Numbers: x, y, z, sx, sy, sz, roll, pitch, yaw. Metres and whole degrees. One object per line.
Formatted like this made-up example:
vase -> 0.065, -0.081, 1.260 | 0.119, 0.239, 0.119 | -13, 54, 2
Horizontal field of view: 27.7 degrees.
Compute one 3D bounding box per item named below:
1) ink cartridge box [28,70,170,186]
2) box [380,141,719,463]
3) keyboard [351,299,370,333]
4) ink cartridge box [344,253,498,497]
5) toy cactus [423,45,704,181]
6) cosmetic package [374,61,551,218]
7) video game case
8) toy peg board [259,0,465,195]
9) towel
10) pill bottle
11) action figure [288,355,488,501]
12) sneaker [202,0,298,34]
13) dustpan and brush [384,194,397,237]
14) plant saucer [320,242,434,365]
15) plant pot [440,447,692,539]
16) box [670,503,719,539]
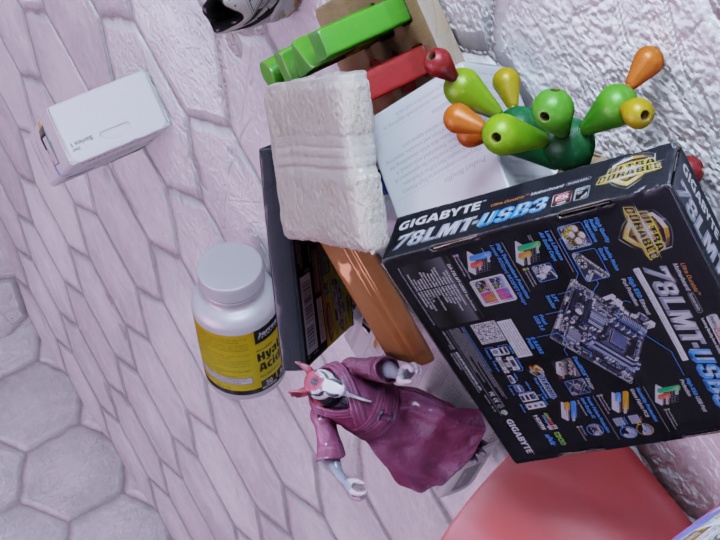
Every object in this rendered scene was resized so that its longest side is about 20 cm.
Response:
ink cartridge box -> -0.355, -0.189, 1.962 | 0.084, 0.144, 0.200 | 66, 160, -4
box -> 0.145, 0.030, 0.925 | 0.198, 0.050, 0.200 | -16, 124, 31
keyboard -> 0.010, 0.033, 1.515 | 0.200, 0.040, 0.104 | 43, 171, 30
ink cartridge box -> 0.064, 0.097, 1.409 | 0.201, 0.050, 0.161 | 60, 152, 25
toy cactus -> 0.142, -0.082, 0.961 | 0.199, 0.103, 0.165 | 18, 163, 29
cosmetic package -> 0.088, -0.039, 1.049 | 0.101, 0.074, 0.201 | -27, 76, 35
video game case -> -0.048, -0.025, 1.362 | 0.181, 0.025, 0.201 | -38, -57, -72
toy peg board -> 0.009, -0.131, 1.205 | 0.200, 0.097, 0.200 | 66, 160, -7
towel -> -0.026, -0.084, 1.117 | 0.200, 0.034, 0.133 | -165, 64, -69
pill bottle -> -0.154, 0.061, 1.833 | 0.111, 0.111, 0.201 | 47, 156, 36
action figure -> 0.015, 0.116, 1.280 | 0.200, 0.134, 0.149 | 31, -166, -32
sneaker -> -0.094, -0.272, 1.299 | 0.076, 0.087, 0.200 | 58, 158, 16
dustpan and brush -> 0.100, -0.030, 1.136 | 0.139, 0.057, 0.200 | 31, 169, -22
plant saucer -> 0.000, 0.000, 1.275 | 0.201, 0.037, 0.200 | 59, 180, 0
plant pot -> 0.182, 0.233, 1.137 | 0.177, 0.200, 0.201 | 41, 153, 24
box -> 0.227, 0.179, 0.906 | 0.039, 0.199, 0.137 | 57, 160, 6
